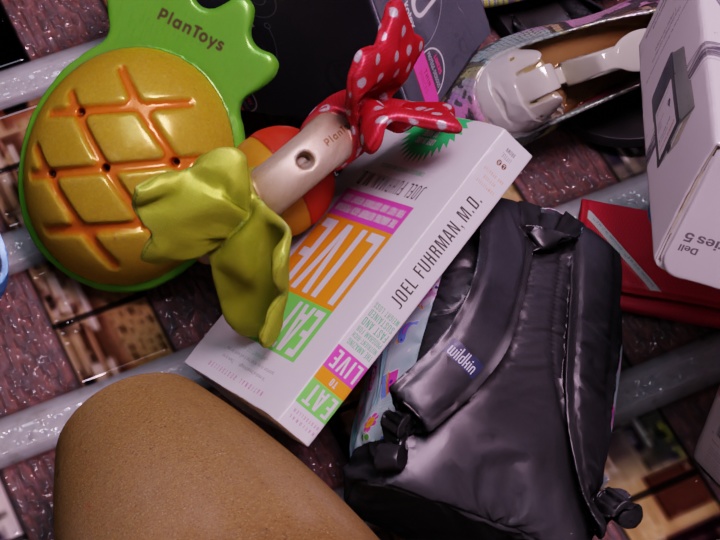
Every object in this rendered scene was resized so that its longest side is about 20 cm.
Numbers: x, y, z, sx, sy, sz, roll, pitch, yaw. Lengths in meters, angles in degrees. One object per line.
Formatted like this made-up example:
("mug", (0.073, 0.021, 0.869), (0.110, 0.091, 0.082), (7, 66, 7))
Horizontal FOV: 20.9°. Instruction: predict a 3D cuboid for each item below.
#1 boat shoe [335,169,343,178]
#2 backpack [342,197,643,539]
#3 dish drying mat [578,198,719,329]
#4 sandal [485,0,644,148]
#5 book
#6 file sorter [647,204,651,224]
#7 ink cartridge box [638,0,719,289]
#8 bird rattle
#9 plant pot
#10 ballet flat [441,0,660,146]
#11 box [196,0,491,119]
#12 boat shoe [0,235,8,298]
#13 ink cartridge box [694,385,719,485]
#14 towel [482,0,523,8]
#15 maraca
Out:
("boat shoe", (-0.017, -0.049, 1.216), (0.074, 0.068, 0.199), (35, 61, 19))
("backpack", (0.071, 0.059, 1.104), (0.167, 0.127, 0.200), (25, 61, -24))
("dish drying mat", (0.232, 0.003, 1.225), (0.200, 0.018, 0.077), (10, 55, 4))
("sandal", (0.138, -0.157, 1.311), (0.075, 0.045, 0.200), (-27, 61, -21))
("book", (0.000, 0.000, 1.102), (0.048, 0.134, 0.200), (42, 81, -24))
("file sorter", (0.274, -0.103, 1.217), (0.139, 0.123, 0.200), (25, 52, 0))
("ink cartridge box", (0.229, -0.073, 1.024), (0.145, 0.084, 0.200), (15, 39, -8))
("bird rattle", (-0.041, -0.062, 1.098), (0.113, 0.163, 0.200), (42, 76, -9))
("plant pot", (-0.084, 0.151, 1.028), (0.186, 0.187, 0.200), (-19, 46, -15))
("ballet flat", (0.131, -0.125, 1.229), (0.200, 0.071, 0.069), (-23, 97, -12))
("box", (-0.038, -0.172, 1.227), (0.200, 0.122, 0.106), (10, 50, 33))
("boat shoe", (-0.284, -0.061, 1.199), (0.069, 0.084, 0.200), (-20, 56, -29))
("ink cartridge box", (0.260, 0.077, 1.067), (0.067, 0.200, 0.117), (-32, 63, -22))
("towel", (0.090, -0.231, 1.351), (0.200, 0.023, 0.144), (-11, 43, -7))
("maraca", (-0.130, -0.083, 1.183), (0.137, 0.107, 0.200), (26, 99, 3))
